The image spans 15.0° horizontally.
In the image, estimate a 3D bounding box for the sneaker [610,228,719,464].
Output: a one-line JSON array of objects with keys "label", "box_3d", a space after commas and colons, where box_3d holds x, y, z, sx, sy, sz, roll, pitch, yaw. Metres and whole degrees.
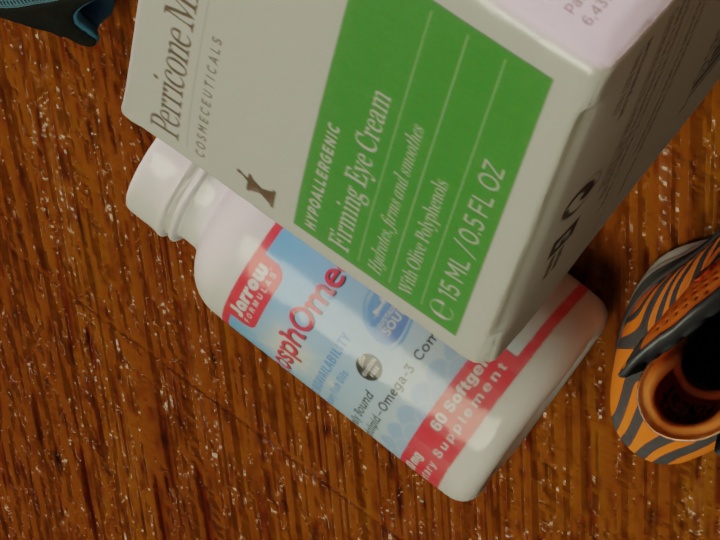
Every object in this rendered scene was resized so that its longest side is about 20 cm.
[{"label": "sneaker", "box_3d": [0.133, 0.037, 1.100, 0.077, 0.112, 0.200, 37, 142, 8]}]

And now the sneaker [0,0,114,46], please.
[{"label": "sneaker", "box_3d": [-0.117, -0.169, 1.173, 0.082, 0.073, 0.200, 28, 148, -8]}]

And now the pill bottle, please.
[{"label": "pill bottle", "box_3d": [0.000, 0.000, 1.184, 0.200, 0.109, 0.109, 37, 142, 7]}]

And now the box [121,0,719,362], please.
[{"label": "box", "box_3d": [0.045, -0.121, 0.939, 0.171, 0.200, 0.199, 35, 152, 10]}]
